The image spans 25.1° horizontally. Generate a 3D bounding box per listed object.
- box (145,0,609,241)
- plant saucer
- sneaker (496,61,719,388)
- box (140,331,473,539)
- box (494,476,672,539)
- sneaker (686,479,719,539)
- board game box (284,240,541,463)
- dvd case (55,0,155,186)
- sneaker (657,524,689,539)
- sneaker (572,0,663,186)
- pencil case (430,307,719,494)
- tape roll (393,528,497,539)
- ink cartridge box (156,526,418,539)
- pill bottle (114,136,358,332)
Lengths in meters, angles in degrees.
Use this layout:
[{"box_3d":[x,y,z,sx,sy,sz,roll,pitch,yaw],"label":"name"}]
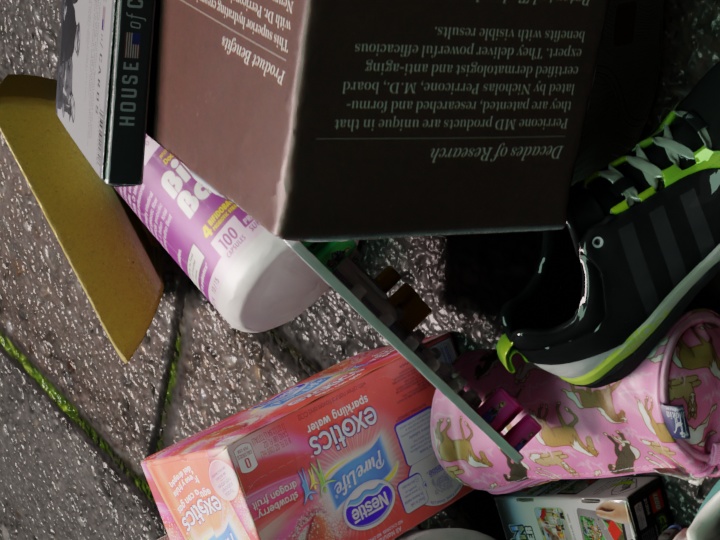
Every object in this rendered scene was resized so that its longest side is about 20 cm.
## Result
[{"box_3d":[0.008,-0.137,0.768,0.166,0.163,0.202,37,125,52],"label":"box"},{"box_3d":[-0.193,-0.052,1.161,0.200,0.048,0.201,-123,8,-76],"label":"plant saucer"},{"box_3d":[0.137,-0.024,0.800,0.201,0.082,0.072,-60,35,16],"label":"sneaker"},{"box_3d":[-0.021,0.123,1.003,0.094,0.199,0.104,-16,96,48],"label":"box"},{"box_3d":[0.156,0.225,0.980,0.110,0.035,0.202,-7,102,50],"label":"box"},{"box_3d":[0.242,0.107,0.783,0.199,0.093,0.071,-31,84,51],"label":"sneaker"},{"box_3d":[0.000,0.000,0.894,0.200,0.026,0.200,45,-178,-30],"label":"board game box"},{"box_3d":[-0.140,-0.141,0.880,0.200,0.024,0.152,-139,53,-66],"label":"dvd case"},{"box_3d":[0.206,0.238,0.889,0.076,0.076,0.202,5,120,40],"label":"sneaker"},{"box_3d":[0.100,-0.135,0.857,0.106,0.074,0.202,29,118,43],"label":"sneaker"},{"box_3d":[0.127,0.078,0.911,0.083,0.087,0.199,46,147,-23],"label":"pencil case"},{"box_3d":[0.040,0.262,1.001,0.070,0.201,0.204,-15,96,49],"label":"tape roll"},{"box_3d":[-0.048,0.222,1.080,0.147,0.199,0.084,56,139,14],"label":"ink cartridge box"},{"box_3d":[-0.100,-0.065,1.074,0.200,0.112,0.113,47,136,22],"label":"pill bottle"}]
